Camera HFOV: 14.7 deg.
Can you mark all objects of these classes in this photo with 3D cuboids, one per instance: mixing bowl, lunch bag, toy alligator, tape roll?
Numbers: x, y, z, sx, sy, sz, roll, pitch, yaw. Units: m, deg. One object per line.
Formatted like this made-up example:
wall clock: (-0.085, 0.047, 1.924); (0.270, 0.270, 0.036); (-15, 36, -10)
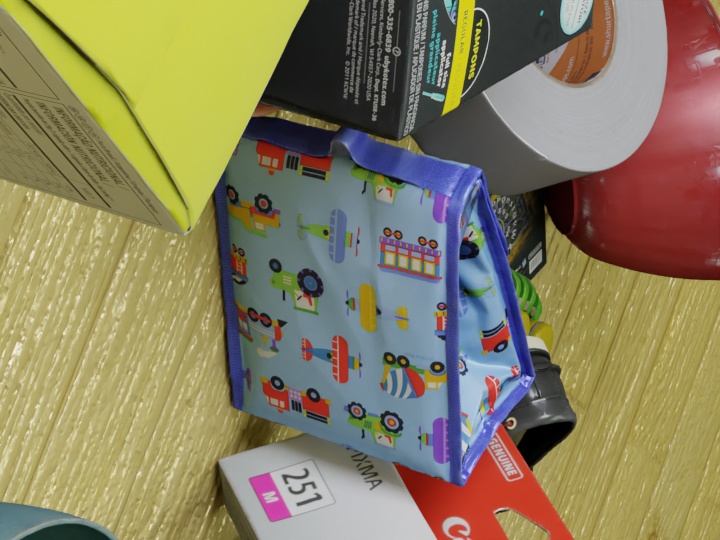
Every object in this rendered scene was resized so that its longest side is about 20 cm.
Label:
mixing bowl: (0.174, -0.079, 1.792); (0.108, 0.200, 0.201); (-12, 127, -10)
lunch bag: (0.000, 0.000, 1.502); (0.094, 0.150, 0.201); (-53, 148, -36)
toy alligator: (0.072, 0.019, 1.691); (0.200, 0.059, 0.054); (27, 82, -63)
tape roll: (0.088, -0.147, 1.581); (0.200, 0.066, 0.201); (16, 68, -44)

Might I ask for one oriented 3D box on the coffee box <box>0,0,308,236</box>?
coffee box: (-0.137, -0.163, 1.087); (0.200, 0.197, 0.200); (-65, 153, -17)

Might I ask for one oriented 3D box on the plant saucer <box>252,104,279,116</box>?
plant saucer: (-0.047, -0.180, 1.440); (0.200, 0.032, 0.201); (-39, 138, -47)

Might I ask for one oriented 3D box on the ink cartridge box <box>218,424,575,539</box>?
ink cartridge box: (0.035, 0.155, 1.538); (0.173, 0.200, 0.044); (-17, 131, -13)

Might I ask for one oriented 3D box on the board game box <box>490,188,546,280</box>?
board game box: (0.058, -0.010, 1.746); (0.200, 0.028, 0.136); (-45, 142, -43)

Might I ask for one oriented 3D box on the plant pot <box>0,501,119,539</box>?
plant pot: (-0.206, 0.185, 1.229); (0.200, 0.134, 0.201); (-41, 139, -48)

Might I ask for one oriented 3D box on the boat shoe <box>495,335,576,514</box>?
boat shoe: (0.065, 0.122, 1.716); (0.073, 0.063, 0.202); (-5, 147, -34)

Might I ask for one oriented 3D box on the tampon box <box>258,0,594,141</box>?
tampon box: (0.021, -0.171, 1.324); (0.200, 0.126, 0.151); (-34, 135, -52)
